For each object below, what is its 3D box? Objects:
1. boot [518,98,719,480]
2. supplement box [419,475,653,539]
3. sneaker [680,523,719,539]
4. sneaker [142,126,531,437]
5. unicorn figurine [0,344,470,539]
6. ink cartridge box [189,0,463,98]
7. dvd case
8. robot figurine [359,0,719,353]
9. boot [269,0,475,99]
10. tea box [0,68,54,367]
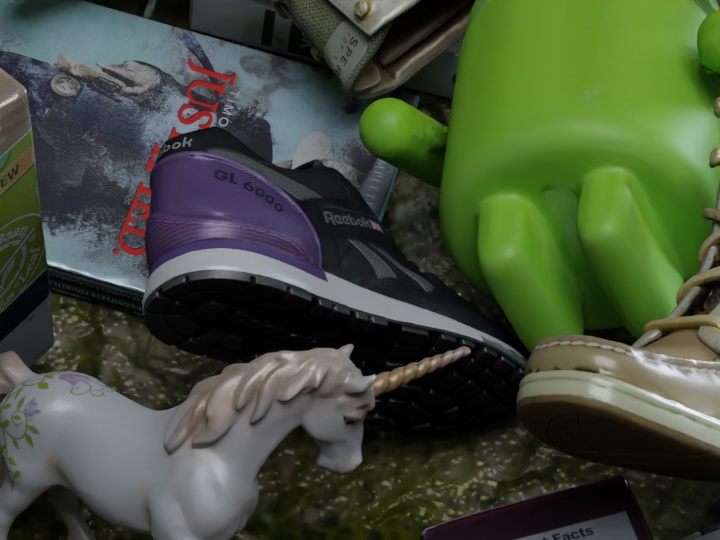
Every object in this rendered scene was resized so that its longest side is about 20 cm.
[{"bbox_3d":[0.137,-0.002,0.898,0.199,0.072,0.156,12,82,-43],"label":"boot"},{"bbox_3d":[0.085,0.193,0.901,0.085,0.111,0.201,-12,59,-16],"label":"supplement box"},{"bbox_3d":[0.230,0.146,0.964,0.201,0.077,0.147,-20,50,-9],"label":"sneaker"},{"bbox_3d":[0.000,0.000,0.988,0.199,0.076,0.088,25,48,-40],"label":"sneaker"},{"bbox_3d":[-0.073,0.081,0.927,0.199,0.138,0.074,13,16,15],"label":"unicorn figurine"},{"bbox_3d":[0.028,-0.133,1.152,0.199,0.039,0.100,15,56,4],"label":"ink cartridge box"},{"bbox_3d":[-0.087,-0.045,1.088,0.199,0.022,0.147,17,56,3],"label":"dvd case"},{"bbox_3d":[0.094,-0.058,1.025,0.175,0.116,0.201,-16,41,25],"label":"robot figurine"},{"bbox_3d":[-0.048,-0.136,1.083,0.199,0.072,0.155,-26,66,-22],"label":"boot"},{"bbox_3d":[-0.231,0.009,0.916,0.133,0.197,0.200,38,66,17],"label":"tea box"}]
